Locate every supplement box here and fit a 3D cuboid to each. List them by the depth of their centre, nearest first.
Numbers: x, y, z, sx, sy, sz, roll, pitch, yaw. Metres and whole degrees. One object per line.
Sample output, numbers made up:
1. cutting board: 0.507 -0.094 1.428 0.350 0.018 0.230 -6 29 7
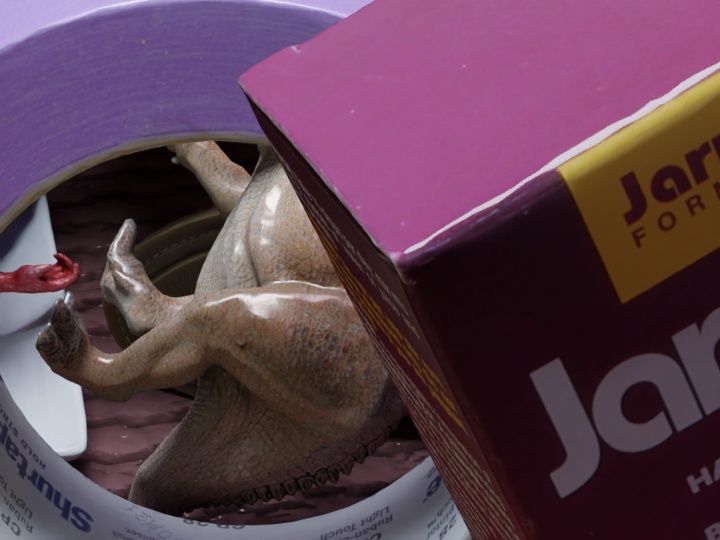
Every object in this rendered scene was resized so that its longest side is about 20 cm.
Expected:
1. supplement box: 0.082 0.023 0.587 0.131 0.201 0.103 -31 30 -4

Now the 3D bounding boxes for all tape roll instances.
1. tape roll: -0.031 0.019 0.691 0.199 0.201 0.066 5 24 0

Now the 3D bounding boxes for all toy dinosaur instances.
1. toy dinosaur: 0.000 0.000 0.761 0.135 0.201 0.086 24 -2 3

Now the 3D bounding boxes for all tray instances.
1. tray: -0.145 0.018 0.889 0.107 0.022 0.200 0 25 -11

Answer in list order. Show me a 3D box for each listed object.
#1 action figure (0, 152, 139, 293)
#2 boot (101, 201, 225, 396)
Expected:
1. action figure: -0.107 -0.032 0.896 0.099 0.066 0.200 7 23 28
2. boot: 0.023 -0.037 0.899 0.199 0.074 0.155 -16 28 20
